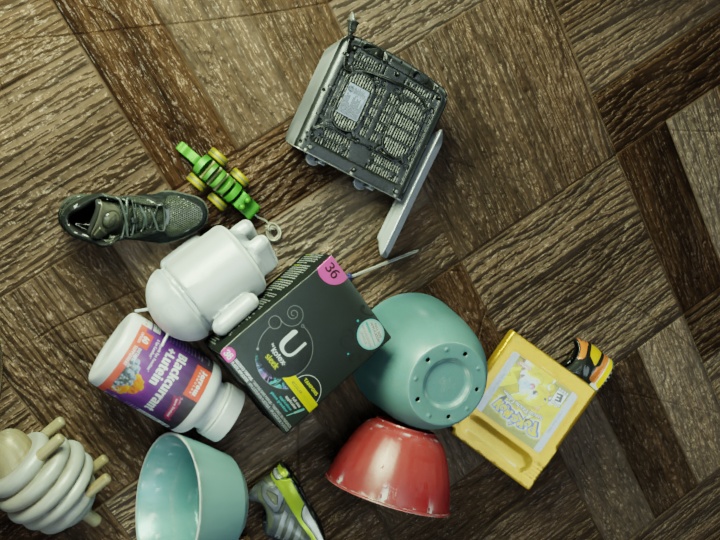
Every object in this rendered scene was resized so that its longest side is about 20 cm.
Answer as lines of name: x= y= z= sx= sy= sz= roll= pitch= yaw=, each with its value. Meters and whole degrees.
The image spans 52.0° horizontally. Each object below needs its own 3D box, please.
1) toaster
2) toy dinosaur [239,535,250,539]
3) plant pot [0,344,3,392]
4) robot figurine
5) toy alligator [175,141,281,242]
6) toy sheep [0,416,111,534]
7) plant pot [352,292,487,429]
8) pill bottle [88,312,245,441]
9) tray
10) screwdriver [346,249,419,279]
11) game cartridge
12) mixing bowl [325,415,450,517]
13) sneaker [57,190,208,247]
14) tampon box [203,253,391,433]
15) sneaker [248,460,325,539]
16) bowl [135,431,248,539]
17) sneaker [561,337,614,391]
toaster: x=0.008 y=-0.224 z=1.051 sx=0.180 sy=0.119 sz=0.201 roll=24 pitch=93 yaw=-21
toy dinosaur: x=-0.252 y=0.430 z=1.092 sx=0.199 sy=0.106 sz=0.061 roll=-12 pitch=73 yaw=-53
plant pot: x=-0.575 y=0.162 z=0.909 sx=0.196 sy=0.200 sz=0.202 roll=10 pitch=97 yaw=-10
robot figurine: x=-0.210 y=0.018 z=1.014 sx=0.199 sy=0.169 sz=0.113 roll=-38 pitch=142 yaw=-14
toy alligator: x=-0.180 y=-0.109 z=1.046 sx=0.200 sy=0.054 sz=0.059 roll=44 pitch=86 yaw=-20
toy sheep: x=-0.422 y=0.288 z=1.006 sx=0.138 sy=0.138 sz=0.201 roll=-40 pitch=115 yaw=-7
plant pot: x=0.103 y=0.149 z=1.128 sx=0.199 sy=0.161 sz=0.203 roll=-3 pitch=101 yaw=-18
pill bottle: x=-0.266 y=0.157 z=1.038 sx=0.199 sy=0.111 sz=0.112 roll=36 pitch=88 yaw=-20
tray: x=0.071 y=-0.114 z=1.106 sx=0.022 sy=0.107 sz=0.201 roll=26 pitch=92 yaw=5
screwdriver: x=0.000 y=0.000 z=1.140 sx=0.199 sy=0.028 sz=0.029 roll=-27 pitch=78 yaw=-13
game cartridge: x=0.265 y=0.230 z=1.227 sx=0.176 sy=0.032 sz=0.201 roll=35 pitch=88 yaw=4
mixing bowl: x=0.055 y=0.289 z=1.129 sx=0.199 sy=0.200 sz=0.109 roll=19 pitch=83 yaw=-20
sneaker: x=-0.300 y=-0.067 z=0.987 sx=0.197 sy=0.114 sz=0.077 roll=1 pitch=102 yaw=-20
tampon box: x=-0.089 y=0.095 z=1.033 sx=0.200 sy=0.126 sz=0.150 roll=-41 pitch=106 yaw=-15
sneaker: x=-0.109 y=0.401 z=1.162 sx=0.080 sy=0.074 sz=0.201 roll=-26 pitch=99 yaw=-4
bowl: x=-0.233 y=0.336 z=1.055 sx=0.104 sy=0.200 sz=0.203 roll=12 pitch=97 yaw=-38
sneaker: x=0.343 y=0.208 z=1.273 sx=0.090 sy=0.070 sz=0.201 roll=39 pitch=90 yaw=0
